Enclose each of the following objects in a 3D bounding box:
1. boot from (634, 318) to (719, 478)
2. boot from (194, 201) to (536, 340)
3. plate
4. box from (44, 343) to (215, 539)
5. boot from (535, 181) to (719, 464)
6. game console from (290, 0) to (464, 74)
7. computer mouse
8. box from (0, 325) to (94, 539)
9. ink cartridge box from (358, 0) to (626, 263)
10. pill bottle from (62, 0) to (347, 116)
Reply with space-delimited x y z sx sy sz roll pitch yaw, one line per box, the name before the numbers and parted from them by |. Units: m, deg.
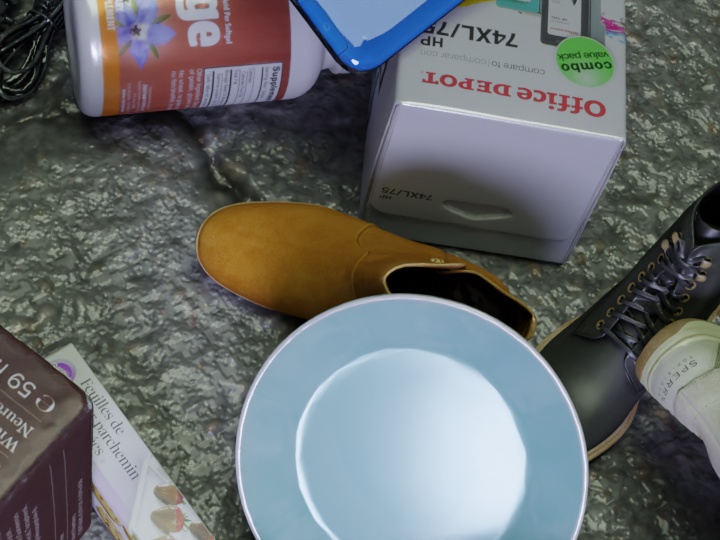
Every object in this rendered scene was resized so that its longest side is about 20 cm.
boot | 0.266 0.111 0.898 0.198 0.072 0.155 16 30 -31
boot | 0.000 0.001 0.912 0.199 0.144 0.072 15 89 -6
plate | 0.028 0.108 0.862 0.198 0.202 0.026 24 17 4
box | -0.125 0.132 0.875 0.038 0.042 0.201 -31 71 -26
boot | 0.166 0.027 0.938 0.077 0.139 0.200 38 61 11
game console | 0.008 -0.229 0.965 0.199 0.118 0.171 -39 93 -16
computer mouse | -0.280 -0.209 1.035 0.198 0.053 0.139 25 59 4
box | -0.257 0.123 0.780 0.165 0.165 0.200 34 59 10
ink cartridge box | 0.085 -0.134 1.010 0.145 0.147 0.202 8 59 -6
pill bottle | -0.091 -0.165 1.012 0.197 0.113 0.113 -7 61 -14
